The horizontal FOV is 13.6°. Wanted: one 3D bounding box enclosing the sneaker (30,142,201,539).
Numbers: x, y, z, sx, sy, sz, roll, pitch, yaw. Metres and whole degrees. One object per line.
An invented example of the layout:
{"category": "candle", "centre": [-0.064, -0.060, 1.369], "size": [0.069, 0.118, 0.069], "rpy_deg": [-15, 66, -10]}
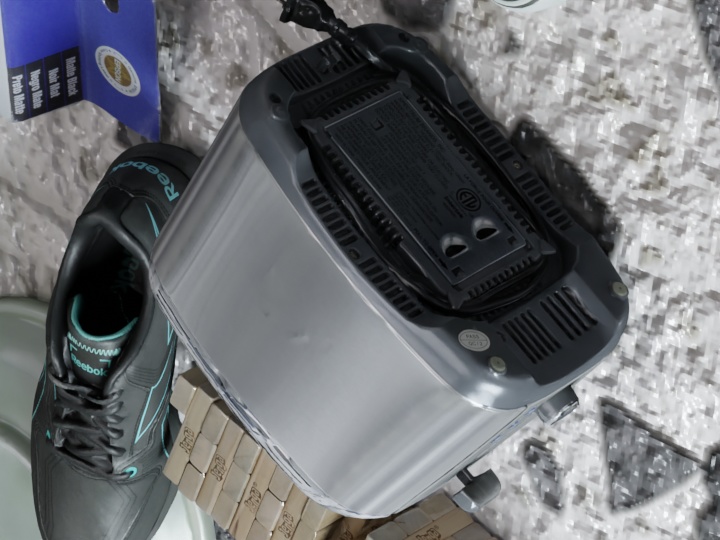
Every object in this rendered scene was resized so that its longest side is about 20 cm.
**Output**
{"category": "sneaker", "centre": [-0.114, 0.044, 1.301], "size": [0.075, 0.079, 0.201], "rpy_deg": [15, 109, 14]}

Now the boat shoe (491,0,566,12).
{"category": "boat shoe", "centre": [0.033, -0.188, 1.108], "size": [0.070, 0.064, 0.201], "rpy_deg": [-3, 106, 42]}

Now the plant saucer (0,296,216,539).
{"category": "plant saucer", "centre": [-0.155, 0.114, 1.413], "size": [0.199, 0.050, 0.201], "rpy_deg": [17, 118, 35]}

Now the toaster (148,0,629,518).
{"category": "toaster", "centre": [0.000, 0.000, 1.185], "size": [0.200, 0.113, 0.129], "rpy_deg": [50, 135, 11]}

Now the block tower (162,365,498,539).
{"category": "block tower", "centre": [0.003, 0.114, 1.272], "size": [0.200, 0.054, 0.058], "rpy_deg": [41, 129, 21]}

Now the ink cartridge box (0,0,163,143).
{"category": "ink cartridge box", "centre": [-0.168, -0.156, 1.267], "size": [0.200, 0.041, 0.200], "rpy_deg": [37, 151, 24]}
